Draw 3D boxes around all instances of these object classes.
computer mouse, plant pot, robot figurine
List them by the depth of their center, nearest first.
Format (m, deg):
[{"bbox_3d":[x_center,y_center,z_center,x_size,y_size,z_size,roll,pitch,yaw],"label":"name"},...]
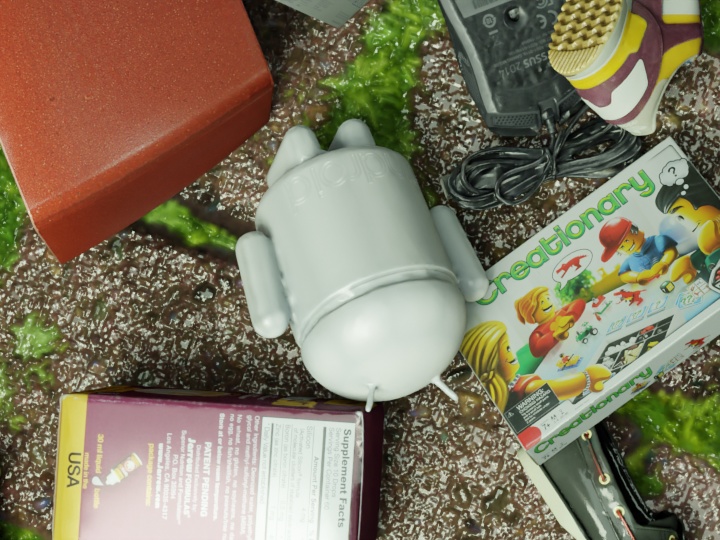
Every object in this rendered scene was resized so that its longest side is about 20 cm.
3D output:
[{"bbox_3d":[0.000,0.000,1.233,0.168,0.113,0.201,-12,64,-22],"label":"robot figurine"},{"bbox_3d":[-0.161,-0.139,1.243,0.175,0.200,0.202,-22,86,-7],"label":"plant pot"},{"bbox_3d":[0.100,-0.149,1.275,0.137,0.053,0.202,-16,95,-4],"label":"computer mouse"}]

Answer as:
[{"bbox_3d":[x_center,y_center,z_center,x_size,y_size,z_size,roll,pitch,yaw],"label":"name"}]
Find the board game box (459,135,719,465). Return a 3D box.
[{"bbox_3d":[0.161,0.019,1.244,0.199,0.035,0.127,-37,57,4],"label":"board game box"}]

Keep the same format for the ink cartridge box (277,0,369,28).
[{"bbox_3d":[-0.047,-0.213,1.217,0.044,0.200,0.094,-40,85,9],"label":"ink cartridge box"}]

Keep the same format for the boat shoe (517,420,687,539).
[{"bbox_3d":[0.184,0.184,1.241,0.063,0.074,0.202,-35,80,12],"label":"boat shoe"}]

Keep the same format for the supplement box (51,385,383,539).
[{"bbox_3d":[-0.090,0.133,1.246,0.198,0.131,0.104,3,89,6],"label":"supplement box"}]

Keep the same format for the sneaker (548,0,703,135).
[{"bbox_3d":[0.194,-0.185,1.253,0.090,0.075,0.201,41,66,-31],"label":"sneaker"}]
